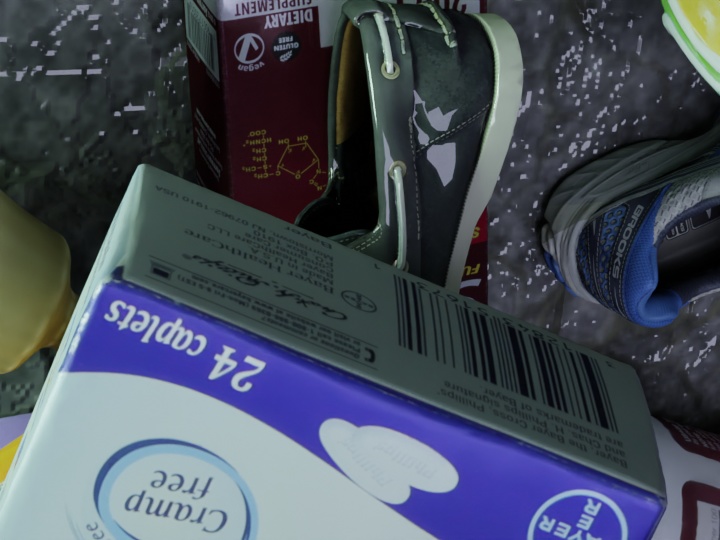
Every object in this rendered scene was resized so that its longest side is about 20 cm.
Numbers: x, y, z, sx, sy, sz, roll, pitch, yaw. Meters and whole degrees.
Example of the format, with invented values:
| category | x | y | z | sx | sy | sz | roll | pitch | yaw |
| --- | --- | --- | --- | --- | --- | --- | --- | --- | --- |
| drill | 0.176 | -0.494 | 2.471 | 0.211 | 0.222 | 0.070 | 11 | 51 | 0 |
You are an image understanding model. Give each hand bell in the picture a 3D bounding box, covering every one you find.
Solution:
| category | x | y | z | sx | sy | sz | roll | pitch | yaw |
| --- | --- | --- | --- | --- | --- | --- | --- | --- | --- |
| hand bell | -0.093 | 0.028 | 0.758 | 0.199 | 0.104 | 0.105 | 29 | 102 | -25 |

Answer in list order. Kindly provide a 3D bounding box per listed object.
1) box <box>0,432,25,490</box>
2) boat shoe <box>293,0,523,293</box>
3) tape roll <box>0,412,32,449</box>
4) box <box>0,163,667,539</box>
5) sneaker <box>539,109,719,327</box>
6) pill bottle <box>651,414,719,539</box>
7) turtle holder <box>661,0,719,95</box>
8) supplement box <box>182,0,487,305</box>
| category | x | y | z | sx | sy | sz | roll | pitch | yaw |
| --- | --- | --- | --- | --- | --- | --- | --- | --- | --- |
| box | -0.083 | 0.106 | 0.734 | 0.199 | 0.042 | 0.119 | -34 | 108 | 9 |
| boat shoe | 0.000 | 0.000 | 0.750 | 0.067 | 0.072 | 0.202 | 5 | 105 | -31 |
| tape roll | -0.127 | 0.166 | 0.847 | 0.198 | 0.085 | 0.202 | -9 | 118 | -18 |
| box | -0.029 | 0.100 | 0.656 | 0.182 | 0.105 | 0.201 | 22 | 110 | -9 |
| sneaker | 0.179 | -0.035 | 0.868 | 0.199 | 0.085 | 0.077 | -33 | 122 | -4 |
| pill bottle | 0.138 | 0.126 | 0.914 | 0.198 | 0.114 | 0.115 | 18 | 107 | -28 |
| turtle holder | 0.175 | -0.120 | 0.760 | 0.140 | 0.133 | 0.186 | -18 | 147 | 13 |
| supplement box | -0.008 | -0.031 | 0.811 | 0.108 | 0.061 | 0.202 | -11 | 120 | -16 |
